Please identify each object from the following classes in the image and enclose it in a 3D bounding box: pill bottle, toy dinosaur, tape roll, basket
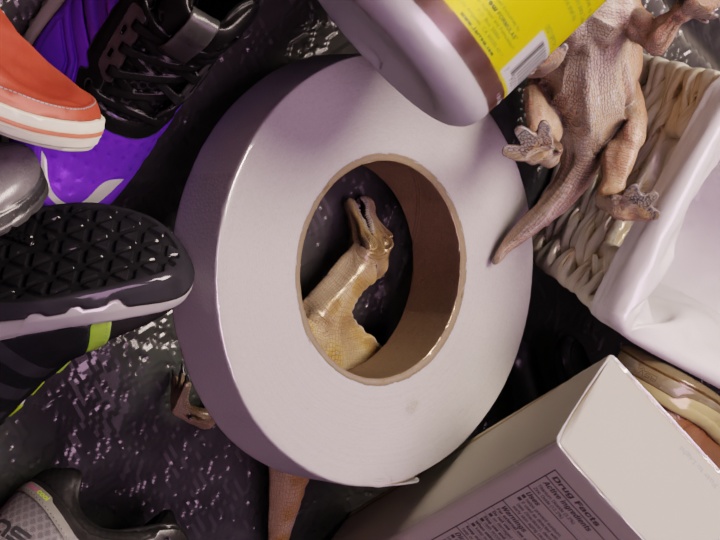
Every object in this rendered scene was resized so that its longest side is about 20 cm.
[{"bbox_3d":[0.077,-0.164,1.000,0.200,0.109,0.109,-44,119,-6],"label":"pill bottle"},{"bbox_3d":[-0.035,0.061,1.121,0.101,0.058,0.201,11,101,-29],"label":"toy dinosaur"},{"bbox_3d":[0.108,-0.103,1.107,0.085,0.136,0.201,7,114,-5],"label":"toy dinosaur"},{"bbox_3d":[0.000,0.000,1.087,0.202,0.037,0.204,-4,96,-42],"label":"tape roll"},{"bbox_3d":[0.197,-0.011,1.173,0.200,0.123,0.136,26,94,-29],"label":"basket"}]

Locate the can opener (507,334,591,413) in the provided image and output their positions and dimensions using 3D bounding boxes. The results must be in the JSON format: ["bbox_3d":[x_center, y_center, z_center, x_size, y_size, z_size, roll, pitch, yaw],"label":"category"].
[{"bbox_3d":[0.117,0.122,1.221,0.063,0.079,0.201,-15,114,21],"label":"can opener"}]

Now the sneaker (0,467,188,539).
[{"bbox_3d":[-0.093,0.161,1.099,0.200,0.074,0.088,34,70,-12],"label":"sneaker"}]

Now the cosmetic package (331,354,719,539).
[{"bbox_3d":[0.073,0.133,1.103,0.104,0.200,0.073,48,42,-9],"label":"cosmetic package"}]

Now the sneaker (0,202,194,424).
[{"bbox_3d":[-0.165,0.032,1.033,0.199,0.072,0.083,-14,129,4],"label":"sneaker"}]

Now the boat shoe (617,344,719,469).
[{"bbox_3d":[0.161,0.100,1.185,0.068,0.072,0.200,-58,149,-5],"label":"boat shoe"}]

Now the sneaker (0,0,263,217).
[{"bbox_3d":[-0.091,-0.105,1.014,0.069,0.099,0.201,23,98,-29],"label":"sneaker"}]

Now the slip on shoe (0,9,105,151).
[{"bbox_3d":[-0.184,-0.118,0.962,0.200,0.074,0.061,39,100,-11],"label":"slip on shoe"}]

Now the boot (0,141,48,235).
[{"bbox_3d":[-0.234,-0.063,0.969,0.199,0.070,0.132,-13,110,-16],"label":"boot"}]
